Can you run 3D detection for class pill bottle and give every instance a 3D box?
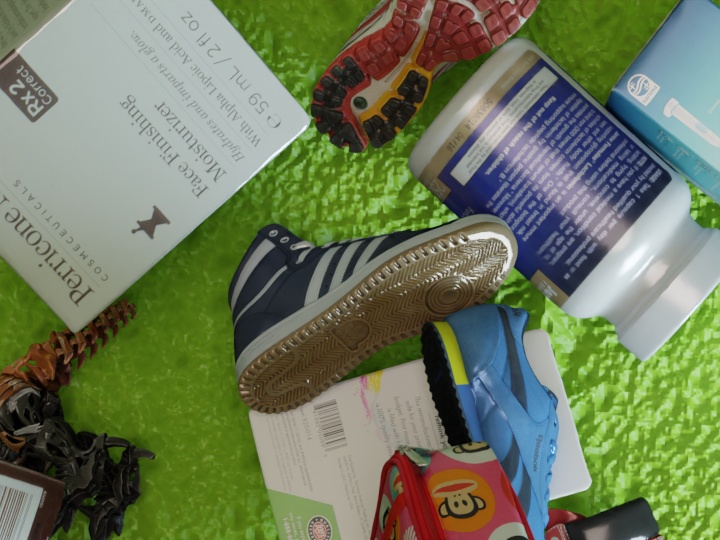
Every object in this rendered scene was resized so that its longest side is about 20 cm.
[{"bbox_3d":[0.137,-0.043,1.706,0.200,0.116,0.116,42,90,4],"label":"pill bottle"}]

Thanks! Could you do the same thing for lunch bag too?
[{"bbox_3d":[0.053,0.194,1.583,0.081,0.201,0.177,-9,55,-14],"label":"lunch bag"}]

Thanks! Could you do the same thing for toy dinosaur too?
[{"bbox_3d":[-0.213,0.108,1.731,0.136,0.102,0.201,38,114,22],"label":"toy dinosaur"}]

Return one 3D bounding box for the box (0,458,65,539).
[{"bbox_3d":[-0.289,0.133,1.673,0.199,0.100,0.075,14,83,45],"label":"box"}]

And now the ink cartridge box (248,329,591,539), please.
[{"bbox_3d":[0.040,0.121,1.716,0.199,0.067,0.118,-16,72,2],"label":"ink cartridge box"}]

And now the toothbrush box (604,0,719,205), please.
[{"bbox_3d":[0.255,-0.077,1.688,0.200,0.146,0.085,39,90,5],"label":"toothbrush box"}]

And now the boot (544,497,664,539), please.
[{"bbox_3d":[0.123,0.237,1.721,0.199,0.072,0.145,-33,83,-4],"label":"boot"}]

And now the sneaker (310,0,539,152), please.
[{"bbox_3d":[0.045,-0.165,1.708,0.200,0.082,0.078,-39,105,24],"label":"sneaker"}]

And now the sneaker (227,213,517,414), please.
[{"bbox_3d":[0.000,0.000,1.703,0.199,0.109,0.070,-31,129,11],"label":"sneaker"}]

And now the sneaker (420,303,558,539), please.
[{"bbox_3d":[0.097,0.117,1.642,0.078,0.066,0.201,-10,77,-17],"label":"sneaker"}]

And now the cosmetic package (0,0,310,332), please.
[{"bbox_3d":[-0.169,-0.103,1.674,0.200,0.165,0.165,-42,113,0],"label":"cosmetic package"}]
